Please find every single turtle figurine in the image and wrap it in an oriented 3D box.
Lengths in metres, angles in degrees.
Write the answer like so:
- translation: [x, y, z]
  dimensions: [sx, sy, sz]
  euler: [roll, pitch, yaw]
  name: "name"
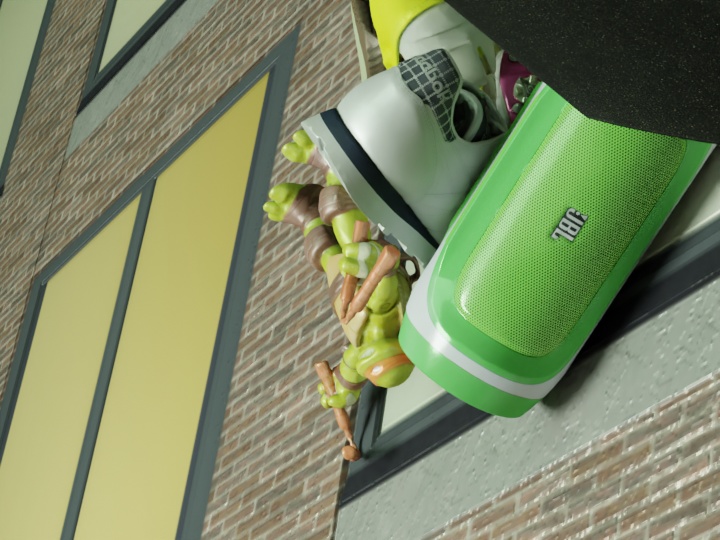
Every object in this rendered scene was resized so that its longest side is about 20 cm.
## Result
- translation: [0.000, 0.000, 1.152]
  dimensions: [0.200, 0.064, 0.161]
  euler: [96, 157, -56]
  name: "turtle figurine"

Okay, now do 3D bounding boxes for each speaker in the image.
- translation: [0.099, -0.031, 1.008]
  dimensions: [0.200, 0.088, 0.088]
  euler: [-58, 24, 16]
  name: "speaker"

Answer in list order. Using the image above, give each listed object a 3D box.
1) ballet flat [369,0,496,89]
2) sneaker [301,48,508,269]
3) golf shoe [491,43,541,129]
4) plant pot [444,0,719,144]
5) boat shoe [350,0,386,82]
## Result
- translation: [0.044, -0.107, 1.098]
  dimensions: [0.200, 0.067, 0.067]
  euler: [88, 159, -61]
  name: "ballet flat"
- translation: [0.045, -0.048, 1.066]
  dimensions: [0.080, 0.200, 0.076]
  euler: [-40, 67, 6]
  name: "sneaker"
- translation: [0.102, -0.110, 1.126]
  dimensions: [0.092, 0.075, 0.200]
  euler: [105, 170, -52]
  name: "golf shoe"
- translation: [0.137, -0.161, 0.859]
  dimensions: [0.177, 0.199, 0.200]
  euler: [-11, 56, 44]
  name: "plant pot"
- translation: [0.034, -0.090, 1.252]
  dimensions: [0.076, 0.072, 0.200]
  euler: [87, 179, -55]
  name: "boat shoe"
